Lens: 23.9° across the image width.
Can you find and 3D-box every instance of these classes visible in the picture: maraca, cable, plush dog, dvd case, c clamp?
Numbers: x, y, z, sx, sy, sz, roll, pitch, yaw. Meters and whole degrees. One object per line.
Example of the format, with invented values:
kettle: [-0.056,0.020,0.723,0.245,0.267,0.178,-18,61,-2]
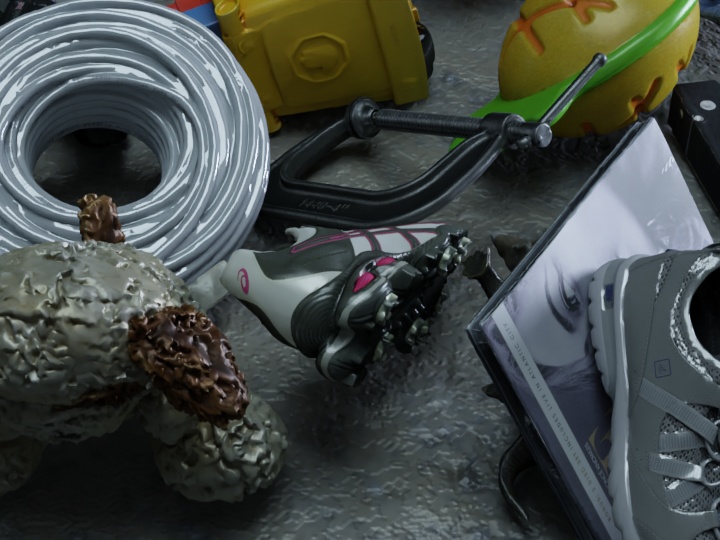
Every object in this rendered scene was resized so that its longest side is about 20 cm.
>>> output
maraca: [0.139,-0.133,1.101,0.200,0.107,0.137,-40,13,-22]
cable: [-0.152,-0.062,0.992,0.200,0.069,0.200,-31,71,-19]
plush dog: [-0.134,0.032,0.824,0.200,0.172,0.161,2,84,-1]
dvd case: [0.139,0.032,0.896,0.016,0.149,0.200,-9,28,44]
c clamp: [0.030,-0.074,1.038,0.200,0.027,0.171,6,44,44]

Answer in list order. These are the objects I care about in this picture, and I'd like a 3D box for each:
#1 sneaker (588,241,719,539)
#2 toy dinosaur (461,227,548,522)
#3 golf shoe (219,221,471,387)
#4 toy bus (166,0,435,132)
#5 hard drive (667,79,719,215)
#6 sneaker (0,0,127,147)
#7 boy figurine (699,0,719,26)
sneaker: [0.166,0.080,0.825,0.075,0.082,0.200,1,71,-44]
toy dinosaur: [0.106,0.041,0.919,0.077,0.102,0.200,-27,51,27]
golf shoe: [0.000,0.000,0.914,0.088,0.077,0.200,27,13,14]
toy bus: [-0.060,-0.187,1.155,0.192,0.136,0.200,-19,41,2]
hard drive: [0.291,-0.054,1.067,0.139,0.038,0.200,-8,42,-10]
sneaker: [-0.213,-0.134,1.133,0.087,0.076,0.200,-22,41,-3]
boy figurine: [0.241,-0.200,1.205,0.124,0.065,0.200,-2,36,-34]
